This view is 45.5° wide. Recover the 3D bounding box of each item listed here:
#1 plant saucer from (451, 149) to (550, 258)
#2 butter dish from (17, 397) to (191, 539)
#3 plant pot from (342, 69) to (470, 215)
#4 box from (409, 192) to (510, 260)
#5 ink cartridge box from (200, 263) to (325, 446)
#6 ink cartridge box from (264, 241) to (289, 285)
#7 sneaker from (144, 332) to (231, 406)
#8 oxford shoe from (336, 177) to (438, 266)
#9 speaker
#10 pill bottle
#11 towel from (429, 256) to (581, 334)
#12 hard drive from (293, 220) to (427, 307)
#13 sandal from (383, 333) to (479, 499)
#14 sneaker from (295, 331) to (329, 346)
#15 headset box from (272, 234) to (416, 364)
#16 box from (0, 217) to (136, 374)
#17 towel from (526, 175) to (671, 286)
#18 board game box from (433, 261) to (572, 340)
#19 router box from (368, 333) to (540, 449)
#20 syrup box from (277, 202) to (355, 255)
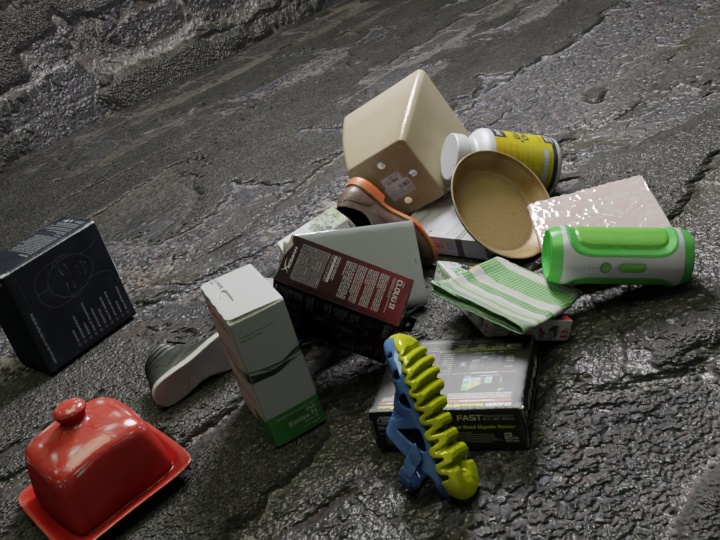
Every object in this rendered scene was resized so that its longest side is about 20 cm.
[{"bbox_3d":[0.229,-0.103,1.418,0.200,0.201,0.035,-37,-6,-34],"label":"plant saucer"},{"bbox_3d":[-0.358,0.235,1.130,0.199,0.150,0.198,-35,33,-31],"label":"butter dish"},{"bbox_3d":[0.079,-0.211,1.600,0.198,0.200,0.178,-26,27,31],"label":"plant pot"},{"bbox_3d":[0.179,-0.083,1.517,0.198,0.042,0.156,9,37,39],"label":"box"},{"bbox_3d":[-0.134,0.111,1.167,0.082,0.203,0.146,-25,29,-16],"label":"ink cartridge box"},{"bbox_3d":[-0.055,-0.007,1.387,0.197,0.069,0.116,-1,10,-24],"label":"ink cartridge box"},{"bbox_3d":[-0.256,0.126,1.351,0.199,0.071,0.099,-34,36,-20],"label":"sneaker"},{"bbox_3d":[0.042,-0.064,1.436,0.073,0.199,0.071,-55,6,-33],"label":"oxford shoe"},{"bbox_3d":[0.360,-0.021,1.208,0.196,0.090,0.089,1,29,1],"label":"speaker"},{"bbox_3d":[0.248,-0.191,1.524,0.196,0.114,0.112,4,22,-17],"label":"pill bottle"},{"bbox_3d":[0.203,0.029,1.179,0.151,0.024,0.199,25,24,30],"label":"towel"},{"bbox_3d":[0.000,0.000,1.321,0.197,0.134,0.026,-8,-7,-22],"label":"hard drive"},{"bbox_3d":[0.062,0.174,0.993,0.086,0.203,0.079,-26,-17,30],"label":"sandal"},{"bbox_3d":[-0.106,0.078,1.354,0.197,0.076,0.079,-3,33,29],"label":"sneaker"},{"bbox_3d":[-0.019,0.046,1.188,0.197,0.149,0.078,19,65,3],"label":"headset box"},{"bbox_3d":[-0.543,0.041,1.534,0.123,0.203,0.196,7,35,41],"label":"box"},{"bbox_3d":[0.372,-0.059,1.330,0.197,0.033,0.193,-14,42,6],"label":"towel"},{"bbox_3d":[0.199,0.041,1.232,0.124,0.035,0.200,2,22,-20],"label":"board game box"},{"bbox_3d":[0.124,0.154,1.090,0.197,0.063,0.150,-5,28,22],"label":"router box"},{"bbox_3d":[-0.042,-0.057,1.517,0.199,0.082,0.079,-34,28,-4],"label":"syrup box"}]
